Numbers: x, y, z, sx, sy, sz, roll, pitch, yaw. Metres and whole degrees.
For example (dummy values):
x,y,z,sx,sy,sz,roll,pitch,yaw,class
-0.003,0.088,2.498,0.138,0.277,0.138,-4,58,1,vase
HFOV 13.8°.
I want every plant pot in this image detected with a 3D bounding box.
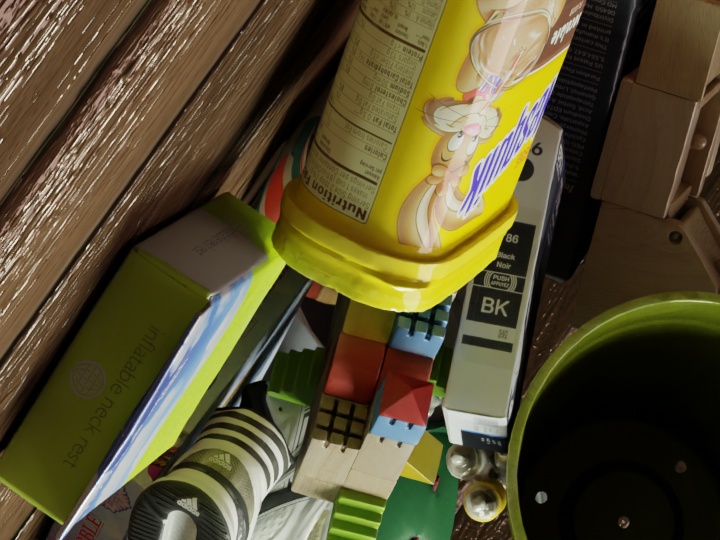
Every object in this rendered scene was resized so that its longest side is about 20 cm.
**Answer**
x,y,z,sx,sy,sz,roll,pitch,yaw,class
0.161,0.129,1.622,0.201,0.200,0.193,-55,179,-14,plant pot

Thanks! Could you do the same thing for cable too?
x,y,z,sx,sy,sz,roll,pitch,yaw,class
0.083,0.116,1.783,0.200,0.050,0.098,65,20,-72,cable

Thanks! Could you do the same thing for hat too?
x,y,z,sx,sy,sz,roll,pitch,yaw,class
0.023,0.209,1.753,0.199,0.176,0.166,-22,158,-17,hat

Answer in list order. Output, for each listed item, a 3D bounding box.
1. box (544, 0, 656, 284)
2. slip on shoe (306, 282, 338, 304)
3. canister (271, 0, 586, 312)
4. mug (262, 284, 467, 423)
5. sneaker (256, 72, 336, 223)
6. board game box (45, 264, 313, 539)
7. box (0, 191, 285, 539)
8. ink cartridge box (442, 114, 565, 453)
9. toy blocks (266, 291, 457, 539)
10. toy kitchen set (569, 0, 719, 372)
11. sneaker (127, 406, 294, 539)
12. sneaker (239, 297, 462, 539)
x,y,z,sx,sy,sz,roll,pitch,yaw,class
0.112,-0.122,1.712,0.148,0.107,0.201,-49,154,-59,box
0.012,-0.056,1.757,0.200,0.061,0.074,-55,175,-33,slip on shoe
0.044,-0.098,1.346,0.148,0.086,0.201,-35,148,-62,canister
-0.020,0.076,1.816,0.200,0.147,0.175,-54,179,-41,mug
0.003,-0.078,1.528,0.093,0.070,0.200,-34,-165,45,sneaker
-0.108,0.095,1.645,0.200,0.041,0.200,-53,174,-40,board game box
-0.094,0.039,1.309,0.122,0.048,0.200,-58,176,13,box
0.080,-0.010,1.577,0.099,0.039,0.201,70,30,-76,ink cartridge box
0.014,0.030,1.548,0.137,0.099,0.201,113,-9,-63,toy blocks
0.239,-0.055,1.696,0.163,0.180,0.201,-39,145,-68,toy kitchen set
-0.082,0.149,1.552,0.115,0.076,0.201,-49,169,-45,sneaker
-0.018,0.075,1.629,0.200,0.088,0.076,-57,-166,-22,sneaker
